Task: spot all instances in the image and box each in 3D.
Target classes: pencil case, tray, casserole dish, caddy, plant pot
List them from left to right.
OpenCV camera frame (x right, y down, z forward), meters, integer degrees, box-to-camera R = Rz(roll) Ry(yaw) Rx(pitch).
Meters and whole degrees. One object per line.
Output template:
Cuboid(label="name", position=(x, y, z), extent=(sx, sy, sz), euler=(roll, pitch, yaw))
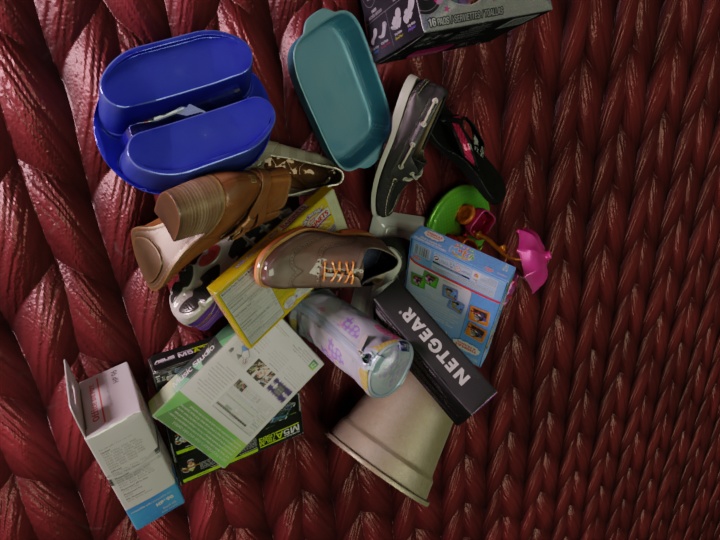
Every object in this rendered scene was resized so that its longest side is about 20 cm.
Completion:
Cuboid(label="caddy", position=(-0.186, -0.167, 0.602), extent=(0.197, 0.105, 0.144), euler=(-24, 98, -21))
Cuboid(label="casserole dish", position=(-0.028, -0.225, 0.705), extent=(0.121, 0.038, 0.202), euler=(-45, 129, -26))
Cuboid(label="pencil case", position=(-0.019, 0.093, 0.762), extent=(0.090, 0.199, 0.085), euler=(12, 104, -44))
Cuboid(label="tray", position=(0.045, 0.010, 0.876), extent=(0.106, 0.022, 0.204), euler=(3, 109, -34))
Cuboid(label="plant pot", position=(0.071, 0.242, 0.907), extent=(0.200, 0.199, 0.185), euler=(43, 74, -37))

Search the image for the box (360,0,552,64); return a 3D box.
Cuboid(label="box", position=(0.114, -0.345, 0.681), extent=(0.197, 0.132, 0.117), euler=(-21, 102, -23))

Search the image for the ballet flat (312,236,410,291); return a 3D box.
Cuboid(label="ballet flat", position=(0.000, 0.000, 0.796), extent=(0.196, 0.068, 0.069), euler=(-11, 115, -18))

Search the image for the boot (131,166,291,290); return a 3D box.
Cuboid(label="boot", position=(-0.173, -0.049, 0.647), extent=(0.153, 0.199, 0.075), euler=(-25, 86, -42))

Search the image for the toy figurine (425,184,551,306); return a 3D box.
Cuboid(label="toy figurine", position=(0.196, -0.012, 0.851), extent=(0.149, 0.183, 0.202), euler=(30, 92, -43))

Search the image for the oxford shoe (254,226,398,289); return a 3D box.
Cuboid(label="oxford shoe", position=(-0.035, -0.012, 0.673), extent=(0.198, 0.072, 0.073), euler=(-15, 119, -41))

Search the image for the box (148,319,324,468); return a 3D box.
Cuboid(label="box", position=(-0.161, 0.150, 0.746), extent=(0.200, 0.036, 0.145), euler=(-45, 126, -11))

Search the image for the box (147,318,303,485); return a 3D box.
Cuboid(label="box", position=(-0.184, 0.184, 0.795), extent=(0.197, 0.047, 0.197), euler=(-17, 121, -26))

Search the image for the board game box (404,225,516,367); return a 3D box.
Cuboid(label="board game box", position=(0.137, 0.044, 0.833), extent=(0.037, 0.149, 0.202), euler=(-48, 154, -37))

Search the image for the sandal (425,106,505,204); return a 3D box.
Cuboid(label="sandal", position=(0.159, -0.182, 0.810), extent=(0.200, 0.045, 0.076), euler=(43, 53, -18))

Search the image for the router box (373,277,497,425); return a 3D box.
Cuboid(label="router box", position=(0.097, 0.121, 0.789), extent=(0.051, 0.201, 0.150), euler=(-38, 163, -11))

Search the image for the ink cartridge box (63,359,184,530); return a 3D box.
Cuboid(label="ink cartridge box", position=(-0.292, 0.201, 0.688), extent=(0.067, 0.116, 0.203), euler=(-24, 122, -21))

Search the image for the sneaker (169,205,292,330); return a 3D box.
Cuboid(label="sneaker", position=(-0.160, -0.007, 0.722), extent=(0.200, 0.080, 0.084), euler=(-45, 152, -9))

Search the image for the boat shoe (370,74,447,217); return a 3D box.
Cuboid(label="boat shoe", position=(0.065, -0.161, 0.765), extent=(0.074, 0.059, 0.203), euler=(-43, 153, -63))

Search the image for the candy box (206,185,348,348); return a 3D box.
Cuboid(label="candy box", position=(-0.091, -0.006, 0.693), extent=(0.200, 0.026, 0.103), euler=(-44, 134, -24))

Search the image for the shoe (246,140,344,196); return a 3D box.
Cuboid(label="shoe", position=(-0.110, -0.129, 0.697), extent=(0.197, 0.053, 0.071), euler=(-1, 111, -32))
